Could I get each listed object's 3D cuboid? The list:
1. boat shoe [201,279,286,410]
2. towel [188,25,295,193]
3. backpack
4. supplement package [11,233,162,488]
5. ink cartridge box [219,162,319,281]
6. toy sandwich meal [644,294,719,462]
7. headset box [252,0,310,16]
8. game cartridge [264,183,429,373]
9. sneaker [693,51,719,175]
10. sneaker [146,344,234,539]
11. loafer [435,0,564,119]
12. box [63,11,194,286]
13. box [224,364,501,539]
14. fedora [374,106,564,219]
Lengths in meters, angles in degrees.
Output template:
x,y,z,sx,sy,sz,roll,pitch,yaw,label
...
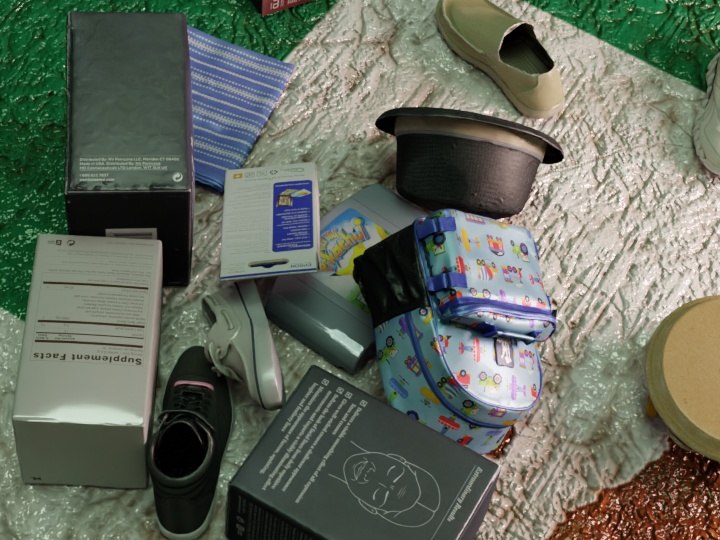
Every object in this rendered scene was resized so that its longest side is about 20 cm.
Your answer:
x,y,z,sx,sy,sz,roll,pitch,yaw,label
-0.114,0.071,1.489,0.065,0.072,0.200,-15,34,-5,boat shoe
-0.172,-0.179,1.716,0.144,0.024,0.201,20,55,7,towel
0.098,0.064,1.487,0.182,0.134,0.201,16,54,-41,backpack
-0.247,0.083,1.464,0.119,0.122,0.201,3,55,-5,supplement package
-0.088,-0.040,1.566,0.094,0.037,0.201,-5,32,1,ink cartridge box
0.368,0.109,1.555,0.203,0.070,0.207,2,59,-3,toy sandwich meal
-0.075,-0.391,1.843,0.199,0.077,0.149,-22,60,-19,headset box
0.000,0.000,1.605,0.133,0.041,0.200,31,57,19,game cartridge
0.416,-0.189,1.758,0.074,0.081,0.201,12,56,0,sneaker
-0.153,0.136,1.452,0.070,0.100,0.201,4,53,-1,sneaker
0.162,-0.257,1.782,0.075,0.069,0.200,-32,64,-25,loafer
-0.223,-0.115,1.541,0.122,0.200,0.200,-2,64,-8,box
0.001,0.207,1.415,0.199,0.107,0.149,28,56,14,box
0.107,-0.104,1.635,0.199,0.201,0.092,10,84,0,fedora
